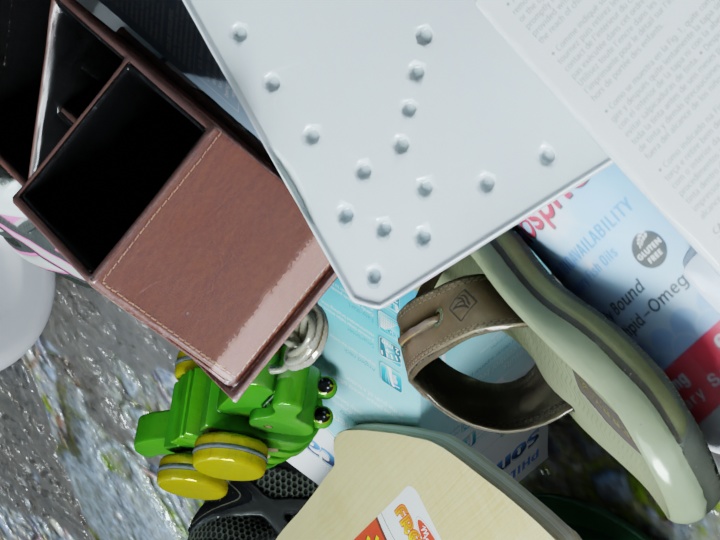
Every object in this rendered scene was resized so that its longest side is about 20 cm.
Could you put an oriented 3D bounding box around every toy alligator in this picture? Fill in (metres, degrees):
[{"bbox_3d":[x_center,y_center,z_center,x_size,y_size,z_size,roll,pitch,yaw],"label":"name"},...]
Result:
[{"bbox_3d":[-0.036,0.054,1.098,0.054,0.060,0.200,15,159,-21],"label":"toy alligator"}]

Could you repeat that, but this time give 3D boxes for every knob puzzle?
[{"bbox_3d":[0.047,0.146,1.082,0.219,0.030,0.220,31,129,47],"label":"knob puzzle"}]

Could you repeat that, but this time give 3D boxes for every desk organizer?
[{"bbox_3d":[-0.089,-0.043,0.962,0.077,0.072,0.200,39,-178,-39],"label":"desk organizer"}]

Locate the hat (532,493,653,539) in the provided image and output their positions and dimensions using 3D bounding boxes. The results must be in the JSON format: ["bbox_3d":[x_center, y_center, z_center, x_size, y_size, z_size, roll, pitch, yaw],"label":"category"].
[{"bbox_3d":[0.064,0.209,1.162,0.166,0.176,0.200,51,151,-1],"label":"hat"}]

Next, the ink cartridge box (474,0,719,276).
[{"bbox_3d":[0.112,-0.110,0.793,0.162,0.050,0.200,-47,67,20],"label":"ink cartridge box"}]

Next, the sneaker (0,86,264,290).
[{"bbox_3d":[-0.088,-0.025,1.083,0.200,0.080,0.086,23,161,46],"label":"sneaker"}]

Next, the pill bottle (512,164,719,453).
[{"bbox_3d":[0.095,-0.045,0.912,0.200,0.109,0.109,49,151,7],"label":"pill bottle"}]

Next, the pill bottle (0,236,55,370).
[{"bbox_3d":[-0.250,0.015,1.476,0.113,0.112,0.200,58,151,-9],"label":"pill bottle"}]

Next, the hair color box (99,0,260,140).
[{"bbox_3d":[-0.055,-0.138,1.037,0.200,0.099,0.061,41,150,21],"label":"hair color box"}]

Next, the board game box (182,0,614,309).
[{"bbox_3d":[0.034,-0.122,0.854,0.200,0.026,0.200,-32,83,22],"label":"board game box"}]

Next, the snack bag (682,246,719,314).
[{"bbox_3d":[0.211,0.002,0.795,0.200,0.021,0.189,45,117,16],"label":"snack bag"}]

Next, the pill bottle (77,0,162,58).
[{"bbox_3d":[-0.156,-0.151,1.157,0.200,0.112,0.113,30,144,36],"label":"pill bottle"}]

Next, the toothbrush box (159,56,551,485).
[{"bbox_3d":[0.000,0.000,1.123,0.146,0.085,0.200,34,145,31],"label":"toothbrush box"}]

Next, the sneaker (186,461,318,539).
[{"bbox_3d":[0.012,0.147,1.293,0.199,0.114,0.076,29,149,-15],"label":"sneaker"}]

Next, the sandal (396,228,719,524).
[{"bbox_3d":[0.045,0.026,0.914,0.080,0.057,0.201,54,174,-39],"label":"sandal"}]
